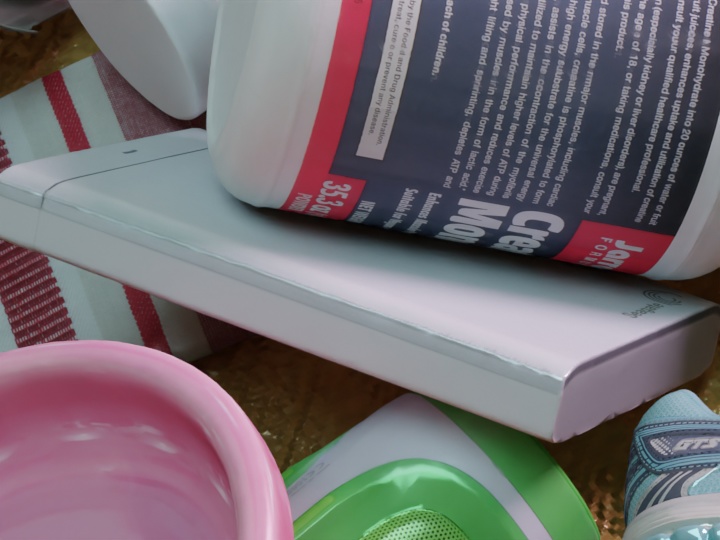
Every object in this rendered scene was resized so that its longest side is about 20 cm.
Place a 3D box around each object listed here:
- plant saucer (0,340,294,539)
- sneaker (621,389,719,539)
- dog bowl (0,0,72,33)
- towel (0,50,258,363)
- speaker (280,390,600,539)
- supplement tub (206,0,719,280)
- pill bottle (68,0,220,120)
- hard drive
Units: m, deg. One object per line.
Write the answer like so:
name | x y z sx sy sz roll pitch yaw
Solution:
plant saucer | -0.103 0.113 0.837 0.200 0.051 0.201 -19 44 19
sneaker | 0.167 0.053 0.810 0.199 0.078 0.086 -5 49 2
dog bowl | -0.143 -0.181 1.082 0.059 0.200 0.200 -9 49 43
towel | -0.130 0.004 1.048 0.200 0.023 0.144 -25 52 0
speaker | -0.024 0.121 0.889 0.200 0.089 0.088 -40 54 -11
supplement tub | 0.059 -0.074 0.929 0.199 0.140 0.141 10 55 -9
pill bottle | -0.009 -0.144 1.047 0.200 0.112 0.112 -38 53 -17
hard drive | 0.000 0.000 0.933 0.200 0.132 0.027 20 107 23
